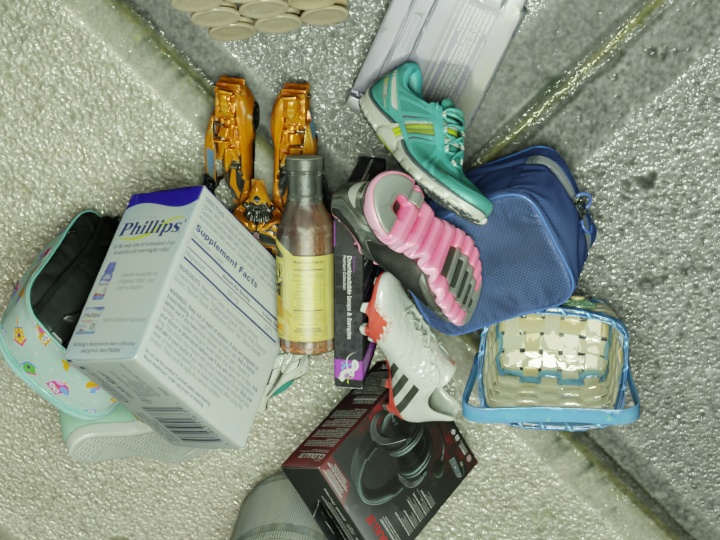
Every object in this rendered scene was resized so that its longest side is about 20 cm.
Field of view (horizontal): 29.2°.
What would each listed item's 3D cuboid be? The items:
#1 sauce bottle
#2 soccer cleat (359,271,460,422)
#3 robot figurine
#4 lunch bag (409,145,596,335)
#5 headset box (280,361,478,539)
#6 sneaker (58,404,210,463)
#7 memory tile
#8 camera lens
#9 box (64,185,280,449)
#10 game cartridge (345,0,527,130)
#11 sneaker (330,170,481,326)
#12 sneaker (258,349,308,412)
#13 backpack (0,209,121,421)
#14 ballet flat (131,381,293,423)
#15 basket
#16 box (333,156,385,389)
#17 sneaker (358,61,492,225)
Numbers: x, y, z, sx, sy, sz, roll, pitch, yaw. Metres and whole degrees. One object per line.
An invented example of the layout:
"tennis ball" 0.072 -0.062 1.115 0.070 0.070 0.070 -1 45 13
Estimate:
"sauce bottle" -0.056 -0.016 1.414 0.065 0.066 0.203 1 100 7
"soccer cleat" 0.055 0.080 1.407 0.084 0.069 0.202 8 134 23
"robot figurine" -0.105 -0.100 1.454 0.143 0.058 0.203 6 116 8
"lunch bag" 0.145 -0.038 1.406 0.198 0.133 0.137 -17 113 29
"headset box" 0.017 0.218 1.509 0.077 0.200 0.150 -8 119 50
"sneaker" -0.254 0.157 1.590 0.198 0.119 0.074 4 131 -35
"memory tile" -0.101 -0.263 1.314 0.151 0.200 0.017 -8 81 14
"camera lens" -0.078 0.341 1.579 0.157 0.201 0.162 3 116 7
"box" -0.175 0.049 1.404 0.104 0.202 0.184 -3 145 35
"game cartridge" 0.080 -0.228 1.384 0.128 0.039 0.202 23 116 -8
"sneaker" 0.042 -0.021 1.322 0.095 0.080 0.200 0 141 42
"sneaker" -0.080 0.068 1.517 0.200 0.076 0.088 -46 130 1
"backpack" -0.294 0.059 1.476 0.176 0.201 0.153 42 118 -14
"ballet flat" -0.170 0.123 1.552 0.198 0.071 0.072 -13 119 -26
"basket" 0.195 0.104 1.428 0.174 0.201 0.141 1 116 6
"box" 0.000 0.000 1.439 0.036 0.143 0.203 3 116 9
"sneaker" 0.069 -0.125 1.328 0.079 0.201 0.077 -41 148 10
